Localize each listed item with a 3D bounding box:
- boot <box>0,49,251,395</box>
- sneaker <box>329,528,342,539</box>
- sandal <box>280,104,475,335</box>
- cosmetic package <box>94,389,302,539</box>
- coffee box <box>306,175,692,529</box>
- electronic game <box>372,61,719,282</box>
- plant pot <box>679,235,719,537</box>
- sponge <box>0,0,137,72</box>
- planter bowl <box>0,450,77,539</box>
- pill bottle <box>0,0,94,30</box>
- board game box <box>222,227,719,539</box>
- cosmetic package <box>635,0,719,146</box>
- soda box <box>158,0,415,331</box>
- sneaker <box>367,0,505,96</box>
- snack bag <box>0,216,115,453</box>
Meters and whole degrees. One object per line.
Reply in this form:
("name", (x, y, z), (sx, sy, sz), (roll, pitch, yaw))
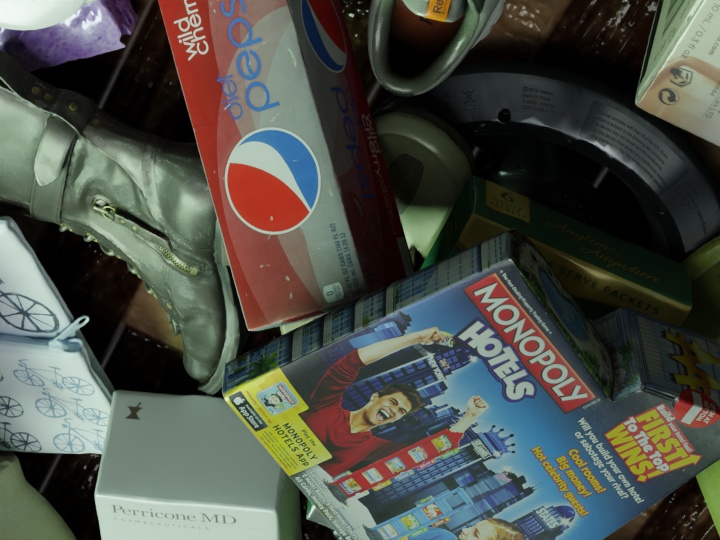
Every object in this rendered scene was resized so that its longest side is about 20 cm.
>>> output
("boot", (-0.131, -0.029, 1.344), (0.174, 0.069, 0.200), (18, 140, 6))
("sneaker", (0.026, 0.112, 1.399), (0.112, 0.073, 0.200), (-3, 138, 17))
("sandal", (-0.001, -0.001, 1.297), (0.080, 0.057, 0.201), (22, 137, 3))
("cosmetic package", (-0.086, 0.153, 1.441), (0.101, 0.071, 0.200), (5, 144, 5))
("coffee box", (0.066, 0.062, 1.277), (0.123, 0.044, 0.200), (24, 117, -9))
("electronic game", (0.089, -0.025, 1.308), (0.200, 0.042, 0.200), (12, 136, 12))
("plant pot", (0.243, 0.100, 1.245), (0.200, 0.190, 0.200), (-2, 134, -2))
("sponge", (-0.202, -0.184, 1.265), (0.112, 0.030, 0.200), (-12, 125, 24))
("planter bowl", (-0.246, 0.178, 1.476), (0.200, 0.200, 0.135), (-4, 101, 17))
("pill bottle", (-0.126, -0.190, 1.129), (0.109, 0.200, 0.109), (7, 129, 8))
("board game box", (0.071, 0.063, 1.197), (0.200, 0.062, 0.200), (-26, 126, 16))
("cosmetic package", (0.238, -0.090, 1.182), (0.200, 0.103, 0.087), (26, 131, -4))
("soda box", (-0.038, -0.076, 1.224), (0.070, 0.063, 0.200), (-16, 87, 24))
("sneaker", (0.052, -0.164, 1.186), (0.074, 0.079, 0.200), (19, 129, 1))
("snack bag", (-0.231, 0.036, 1.416), (0.188, 0.021, 0.200), (2, 140, 23))
